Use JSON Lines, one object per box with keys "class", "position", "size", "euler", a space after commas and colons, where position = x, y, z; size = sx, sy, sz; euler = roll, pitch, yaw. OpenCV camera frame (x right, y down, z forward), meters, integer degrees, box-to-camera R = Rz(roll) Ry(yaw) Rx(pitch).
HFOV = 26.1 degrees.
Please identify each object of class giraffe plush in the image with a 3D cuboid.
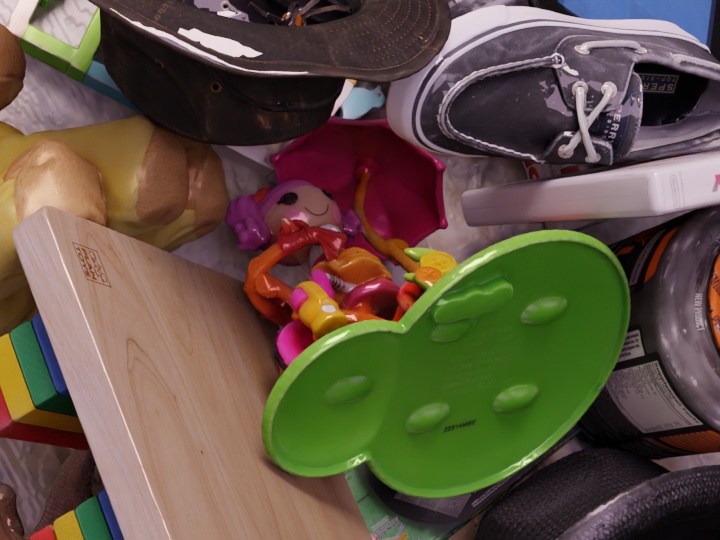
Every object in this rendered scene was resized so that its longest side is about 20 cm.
{"class": "giraffe plush", "position": [-0.187, -0.052, 0.742], "size": [0.199, 0.172, 0.163], "euler": [-33, 79, 14]}

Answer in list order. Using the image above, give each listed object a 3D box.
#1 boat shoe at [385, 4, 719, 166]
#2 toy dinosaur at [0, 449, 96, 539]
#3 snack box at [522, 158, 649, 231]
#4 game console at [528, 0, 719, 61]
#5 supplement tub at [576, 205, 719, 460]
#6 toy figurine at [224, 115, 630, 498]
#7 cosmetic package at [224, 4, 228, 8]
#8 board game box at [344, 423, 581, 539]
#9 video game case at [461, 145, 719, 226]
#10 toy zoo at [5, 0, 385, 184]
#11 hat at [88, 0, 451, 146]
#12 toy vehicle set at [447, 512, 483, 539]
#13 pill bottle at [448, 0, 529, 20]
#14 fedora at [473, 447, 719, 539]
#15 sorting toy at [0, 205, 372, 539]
{"class": "boat shoe", "position": [0.107, -0.081, 0.750], "size": [0.198, 0.068, 0.073], "euler": [-4, 121, -34]}
{"class": "toy dinosaur", "position": [-0.157, 0.176, 0.731], "size": [0.135, 0.086, 0.201], "euler": [36, 67, -10]}
{"class": "snack box", "position": [0.108, -0.124, 0.895], "size": [0.071, 0.024, 0.202], "euler": [-19, 86, -21]}
{"class": "game console", "position": [0.188, -0.190, 0.811], "size": [0.199, 0.170, 0.119], "euler": [20, 44, -47]}
{"class": "supplement tub", "position": [0.180, 0.031, 0.798], "size": [0.121, 0.200, 0.124], "euler": [3, 79, -17]}
{"class": "toy figurine", "position": [0.000, 0.000, 0.762], "size": [0.198, 0.152, 0.184], "euler": [-10, 40, -31]}
{"class": "cosmetic package", "position": [-0.087, -0.176, 0.790], "size": [0.050, 0.082, 0.203], "euler": [-11, 83, -19]}
{"class": "board game box", "position": [0.010, 0.098, 0.796], "size": [0.199, 0.023, 0.105], "euler": [-33, 78, -25]}
{"class": "video game case", "position": [0.171, -0.048, 0.784], "size": [0.180, 0.200, 0.023], "euler": [-11, 93, -20]}
{"class": "toy zoo", "position": [-0.076, -0.135, 0.842], "size": [0.198, 0.020, 0.133], "euler": [26, 74, -12]}
{"class": "hat", "position": [-0.064, -0.106, 0.695], "size": [0.198, 0.082, 0.202], "euler": [13, 33, -8]}
{"class": "toy vehicle set", "position": [-0.026, 0.163, 0.802], "size": [0.197, 0.026, 0.126], "euler": [-9, 83, -19]}
{"class": "pill bottle", "position": [0.027, -0.214, 0.830], "size": [0.105, 0.106, 0.202], "euler": [-22, 82, -19]}
{"class": "fedora", "position": [0.127, 0.153, 0.802], "size": [0.199, 0.092, 0.203], "euler": [-17, 128, -23]}
{"class": "sorting toy", "position": [-0.075, 0.094, 0.671], "size": [0.069, 0.198, 0.202], "euler": [-31, 69, 15]}
